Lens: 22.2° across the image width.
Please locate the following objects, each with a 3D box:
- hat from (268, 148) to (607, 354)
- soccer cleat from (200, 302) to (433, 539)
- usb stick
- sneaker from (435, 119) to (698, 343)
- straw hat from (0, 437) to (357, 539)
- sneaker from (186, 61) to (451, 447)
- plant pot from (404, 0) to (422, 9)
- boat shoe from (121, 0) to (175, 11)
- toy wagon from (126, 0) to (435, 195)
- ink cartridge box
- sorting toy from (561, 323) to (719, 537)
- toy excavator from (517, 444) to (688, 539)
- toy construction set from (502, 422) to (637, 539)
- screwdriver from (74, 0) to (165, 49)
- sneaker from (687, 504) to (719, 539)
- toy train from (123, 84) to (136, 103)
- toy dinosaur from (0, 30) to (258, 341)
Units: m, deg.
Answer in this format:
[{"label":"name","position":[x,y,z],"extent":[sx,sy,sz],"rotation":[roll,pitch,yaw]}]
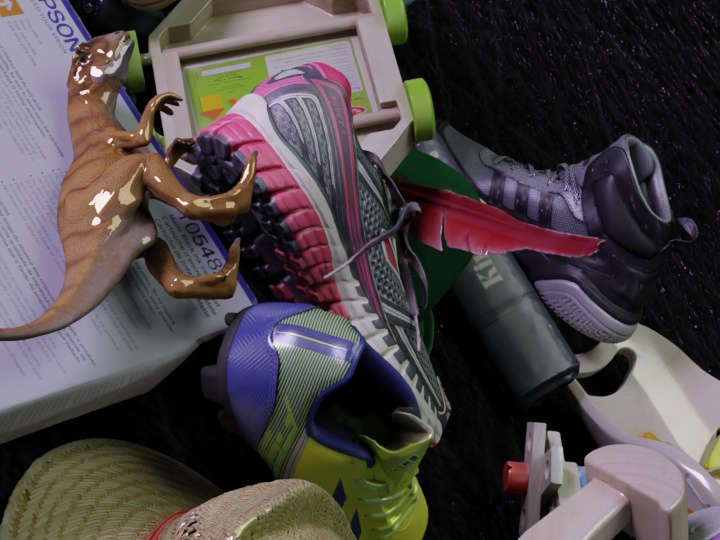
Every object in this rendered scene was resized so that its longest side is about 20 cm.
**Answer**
[{"label":"hat","position":[0.046,-0.052,1.000],"extent":[0.165,0.176,0.201],"rotation":[-6,62,-60]},{"label":"soccer cleat","position":[0.000,0.084,0.810],"extent":[0.201,0.083,0.065],"rotation":[59,44,-50]},{"label":"usb stick","position":[0.065,-0.007,1.123],"extent":[0.201,0.055,0.033],"rotation":[60,-12,16]},{"label":"sneaker","position":[0.126,-0.056,1.185],"extent":[0.200,0.114,0.075],"rotation":[43,23,15]},{"label":"straw hat","position":[-0.041,0.128,0.738],"extent":[0.201,0.085,0.202],"rotation":[39,29,-27]},{"label":"sneaker","position":[0.000,0.000,0.841],"extent":[0.075,0.080,0.201],"rotation":[-42,126,-24]},{"label":"plant pot","position":[-0.050,-0.222,1.103],"extent":[0.201,0.141,0.141],"rotation":[54,21,-5]},{"label":"boat shoe","position":[-0.136,-0.223,0.996],"extent":[0.066,0.073,0.202],"rotation":[75,-7,-73]},{"label":"toy wagon","position":[-0.041,-0.076,0.945],"extent":[0.040,0.153,0.202],"rotation":[86,-9,-54]},{"label":"ink cartridge box","position":[-0.160,-0.028,0.755],"extent":[0.199,0.041,0.201],"rotation":[-17,70,-51]},{"label":"sorting toy","position":[0.196,0.104,1.156],"extent":[0.199,0.107,0.180],"rotation":[-8,51,-51]},{"label":"toy excavator","position":[0.081,0.166,0.807],"extent":[0.201,0.192,0.101],"rotation":[-118,-165,-53]},{"label":"toy construction set","position":[0.170,0.148,0.981],"extent":[0.198,0.133,0.092],"rotation":[8,14,8]},{"label":"screwdriver","position":[-0.094,-0.132,1.048],"extent":[0.029,0.028,0.199],"rotation":[16,5,32]},{"label":"sneaker","position":[0.157,0.188,0.903],"extent":[0.100,0.199,0.075],"rotation":[56,-7,-5]},{"label":"toy train","position":[-0.131,-0.032,0.856],"extent":[0.045,0.034,0.201],"rotation":[23,37,-25]},{"label":"toy dinosaur","position":[-0.099,-0.016,0.740],"extent":[0.105,0.061,0.201],"rotation":[10,40,-8]}]
